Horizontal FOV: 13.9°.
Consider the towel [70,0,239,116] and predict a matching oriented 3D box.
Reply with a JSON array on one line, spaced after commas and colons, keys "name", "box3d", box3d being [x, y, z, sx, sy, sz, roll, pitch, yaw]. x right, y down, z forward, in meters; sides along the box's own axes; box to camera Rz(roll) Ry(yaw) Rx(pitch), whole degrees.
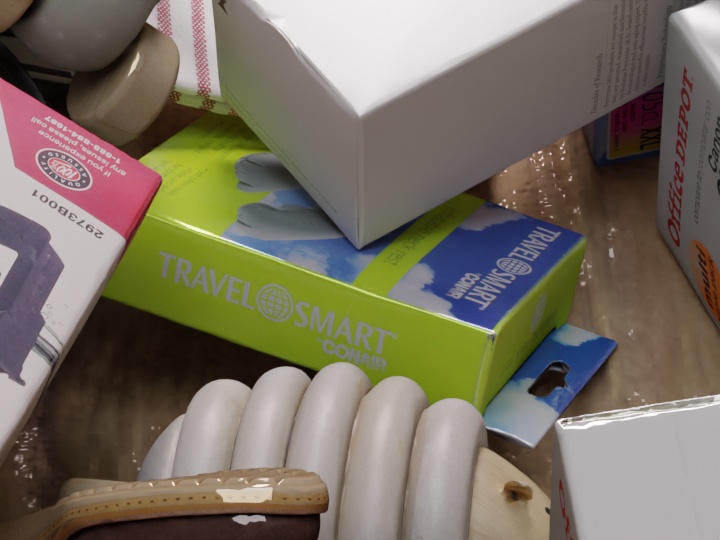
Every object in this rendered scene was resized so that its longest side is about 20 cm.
[{"name": "towel", "box3d": [-0.035, -0.118, 1.275, 0.199, 0.030, 0.147, 12, 52, -21]}]

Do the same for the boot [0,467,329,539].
[{"name": "boot", "box3d": [-0.083, 0.161, 1.033, 0.199, 0.072, 0.167, -16, 82, 29]}]

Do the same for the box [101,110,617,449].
[{"name": "box", "box3d": [0.000, 0.000, 1.195, 0.199, 0.048, 0.122, 19, 26, 15]}]

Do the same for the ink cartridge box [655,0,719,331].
[{"name": "ink cartridge box", "box3d": [0.222, -0.013, 1.165, 0.144, 0.146, 0.201, -19, 55, -12]}]

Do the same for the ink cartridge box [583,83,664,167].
[{"name": "ink cartridge box", "box3d": [0.182, -0.136, 1.300, 0.199, 0.077, 0.137, -10, 55, -7]}]

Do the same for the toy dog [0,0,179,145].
[{"name": "toy dog", "box3d": [-0.101, -0.152, 1.169, 0.096, 0.132, 0.201, -32, 58, 30]}]

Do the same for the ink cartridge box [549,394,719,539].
[{"name": "ink cartridge box", "box3d": [0.114, 0.155, 1.013, 0.083, 0.200, 0.146, -8, 54, -4]}]

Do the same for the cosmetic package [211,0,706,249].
[{"name": "cosmetic package", "box3d": [0.050, -0.109, 1.182, 0.199, 0.085, 0.108, -28, 56, -19]}]

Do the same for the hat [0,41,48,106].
[{"name": "hat", "box3d": [-0.198, -0.029, 1.221, 0.199, 0.202, 0.081, 14, 16, 12]}]

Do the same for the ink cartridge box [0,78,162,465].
[{"name": "ink cartridge box", "box3d": [-0.175, 0.009, 1.037, 0.144, 0.084, 0.200, 31, 37, -4]}]

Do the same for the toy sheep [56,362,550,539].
[{"name": "toy sheep", "box3d": [-0.017, 0.100, 1.106, 0.199, 0.138, 0.139, 5, 54, 5]}]

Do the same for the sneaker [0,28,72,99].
[{"name": "sneaker", "box3d": [-0.218, -0.087, 1.283, 0.199, 0.080, 0.078, 9, 16, -19]}]
